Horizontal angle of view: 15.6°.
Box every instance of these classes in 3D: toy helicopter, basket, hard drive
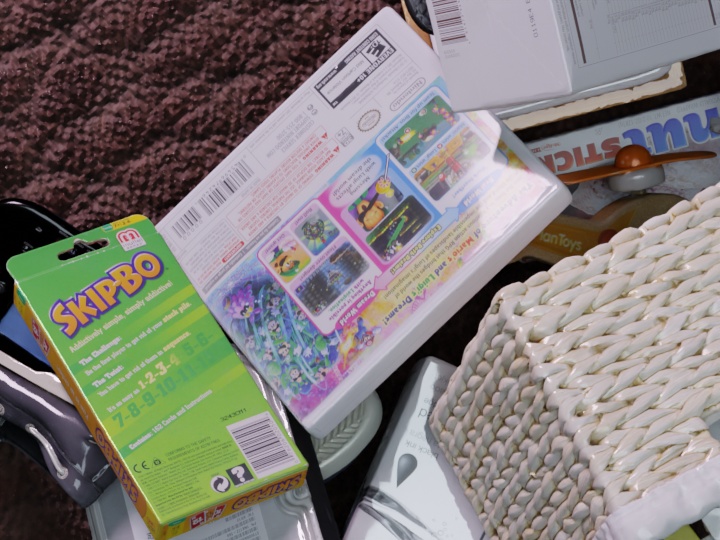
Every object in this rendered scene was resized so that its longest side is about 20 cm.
[{"bbox_3d":[0.141,-0.021,1.559,0.200,0.079,0.133,14,88,-37],"label":"toy helicopter"},{"bbox_3d":[0.163,0.077,1.413,0.198,0.200,0.161,-25,73,-20],"label":"basket"},{"bbox_3d":[-0.085,0.150,1.508,0.139,0.038,0.201,-25,61,14],"label":"hard drive"}]

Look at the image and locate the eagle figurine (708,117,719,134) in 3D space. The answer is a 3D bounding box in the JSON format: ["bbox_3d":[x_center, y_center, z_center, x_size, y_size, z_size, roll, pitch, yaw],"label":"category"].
[{"bbox_3d":[0.295,-0.090,1.558,0.152,0.151,0.200,34,79,0],"label":"eagle figurine"}]

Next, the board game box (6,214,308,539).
[{"bbox_3d":[-0.119,0.057,1.493,0.095,0.030,0.200,-20,61,-25],"label":"board game box"}]

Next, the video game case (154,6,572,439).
[{"bbox_3d":[-0.004,-0.031,1.515,0.200,0.024,0.182,-43,56,3],"label":"video game case"}]

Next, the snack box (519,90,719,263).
[{"bbox_3d":[0.185,-0.064,1.627,0.199,0.024,0.072,-15,94,-4],"label":"snack box"}]

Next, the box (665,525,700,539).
[{"bbox_3d":[0.154,0.155,1.619,0.075,0.050,0.200,-37,95,-3],"label":"box"}]

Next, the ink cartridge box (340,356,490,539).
[{"bbox_3d":[0.060,0.172,1.533,0.146,0.086,0.201,24,79,-1],"label":"ink cartridge box"}]

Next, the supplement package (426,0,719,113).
[{"bbox_3d":[0.146,-0.167,1.469,0.199,0.109,0.114,-18,98,-34],"label":"supplement package"}]

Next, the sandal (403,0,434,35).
[{"bbox_3d":[0.060,-0.229,1.526,0.075,0.045,0.201,7,76,-12],"label":"sandal"}]

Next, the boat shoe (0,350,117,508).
[{"bbox_3d":[-0.221,0.077,1.536,0.199,0.073,0.063,24,79,23],"label":"boat shoe"}]

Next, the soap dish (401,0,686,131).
[{"bbox_3d":[0.096,-0.188,1.587,0.157,0.081,0.201,-15,94,-4],"label":"soap dish"}]

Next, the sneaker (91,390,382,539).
[{"bbox_3d":[-0.065,0.133,1.578,0.200,0.085,0.075,-33,58,9],"label":"sneaker"}]

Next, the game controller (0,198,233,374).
[{"bbox_3d":[-0.157,0.040,1.580,0.200,0.042,0.104,34,123,-6],"label":"game controller"}]
